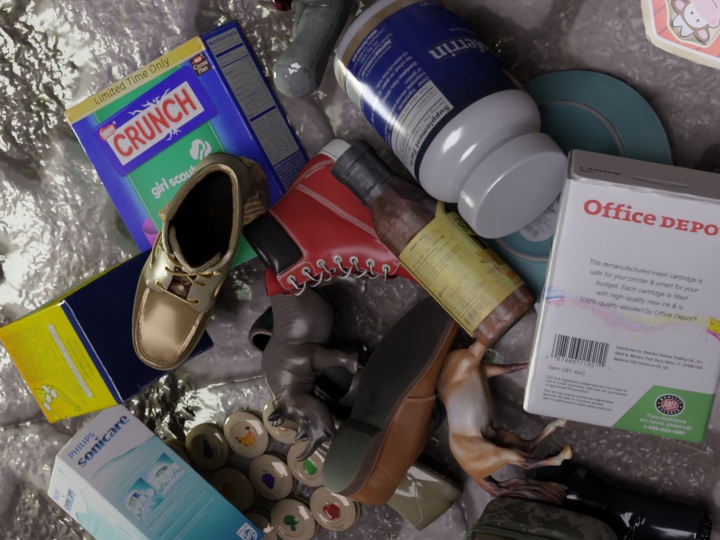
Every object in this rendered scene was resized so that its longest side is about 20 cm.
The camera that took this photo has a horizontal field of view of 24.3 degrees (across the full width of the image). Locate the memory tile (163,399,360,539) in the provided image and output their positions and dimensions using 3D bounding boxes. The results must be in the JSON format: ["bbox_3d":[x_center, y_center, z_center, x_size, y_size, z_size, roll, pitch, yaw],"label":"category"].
[{"bbox_3d":[-0.109,0.214,1.671,0.200,0.017,0.154,-23,98,29],"label":"memory tile"}]

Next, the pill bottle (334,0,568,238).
[{"bbox_3d":[0.075,-0.128,1.367,0.200,0.116,0.116,53,123,27],"label":"pill bottle"}]

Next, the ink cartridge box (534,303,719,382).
[{"bbox_3d":[0.258,0.023,1.399,0.200,0.084,0.145,-18,100,29],"label":"ink cartridge box"}]

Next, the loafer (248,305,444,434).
[{"bbox_3d":[-0.018,0.103,1.562,0.200,0.063,0.072,31,117,11],"label":"loafer"}]

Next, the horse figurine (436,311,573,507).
[{"bbox_3d":[0.117,0.124,1.489,0.132,0.050,0.201,-21,79,23],"label":"horse figurine"}]

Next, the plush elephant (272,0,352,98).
[{"bbox_3d":[-0.076,-0.276,1.384,0.154,0.200,0.165,19,149,21],"label":"plush elephant"}]

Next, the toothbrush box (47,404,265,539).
[{"bbox_3d":[-0.203,0.237,1.627,0.200,0.085,0.146,40,155,5],"label":"toothbrush box"}]

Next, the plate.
[{"bbox_3d":[0.161,-0.072,1.384,0.200,0.026,0.201,-8,75,31],"label":"plate"}]

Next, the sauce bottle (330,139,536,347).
[{"bbox_3d":[0.057,-0.026,1.381,0.200,0.066,0.066,47,120,7],"label":"sauce bottle"}]

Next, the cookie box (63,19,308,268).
[{"bbox_3d":[-0.149,-0.101,1.537,0.171,0.075,0.200,-24,98,29],"label":"cookie box"}]

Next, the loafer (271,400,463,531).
[{"bbox_3d":[-0.002,0.180,1.570,0.200,0.076,0.068,28,94,12],"label":"loafer"}]

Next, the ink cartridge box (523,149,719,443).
[{"bbox_3d":[0.215,0.019,1.303,0.144,0.084,0.201,10,112,4],"label":"ink cartridge box"}]

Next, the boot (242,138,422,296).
[{"bbox_3d":[0.000,0.000,1.442,0.200,0.144,0.072,41,163,12],"label":"boot"}]

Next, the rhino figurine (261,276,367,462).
[{"bbox_3d":[-0.045,0.073,1.509,0.087,0.060,0.201,7,80,-1],"label":"rhino figurine"}]

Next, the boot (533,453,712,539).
[{"bbox_3d":[0.219,0.281,1.515,0.168,0.076,0.201,22,110,19],"label":"boot"}]

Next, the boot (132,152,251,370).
[{"bbox_3d":[-0.146,-0.002,1.412,0.073,0.155,0.200,23,94,-6],"label":"boot"}]

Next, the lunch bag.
[{"bbox_3d":[0.135,0.314,1.424,0.139,0.168,0.201,12,115,16],"label":"lunch bag"}]

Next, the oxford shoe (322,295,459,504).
[{"bbox_3d":[0.040,0.115,1.484,0.071,0.071,0.200,29,91,55],"label":"oxford shoe"}]

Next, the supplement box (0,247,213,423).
[{"bbox_3d":[-0.244,0.064,1.576,0.200,0.109,0.110,-18,102,59],"label":"supplement box"}]

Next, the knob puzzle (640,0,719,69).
[{"bbox_3d":[0.302,-0.240,1.312,0.219,0.030,0.220,8,113,21],"label":"knob puzzle"}]
